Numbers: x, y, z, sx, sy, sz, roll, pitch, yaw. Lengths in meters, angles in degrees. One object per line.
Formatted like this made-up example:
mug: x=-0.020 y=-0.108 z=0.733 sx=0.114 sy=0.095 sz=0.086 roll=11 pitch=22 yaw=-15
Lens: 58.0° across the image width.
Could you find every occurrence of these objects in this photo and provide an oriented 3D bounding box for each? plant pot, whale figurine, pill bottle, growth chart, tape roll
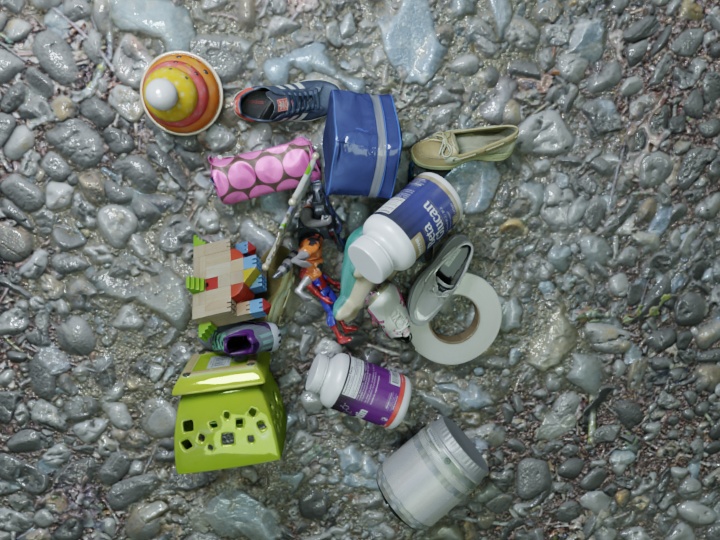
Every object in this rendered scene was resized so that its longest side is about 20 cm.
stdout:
plant pot: x=-0.254 y=0.255 z=1.252 sx=0.198 sy=0.200 sz=0.182 roll=-7 pitch=101 yaw=-3
whale figurine: x=0.000 y=0.000 z=1.233 sx=0.104 sy=0.159 sz=0.200 roll=34 pitch=95 yaw=17
pill bottle: x=0.075 y=-0.070 z=1.122 sx=0.200 sy=0.111 sz=0.111 roll=-42 pitch=108 yaw=-22
growth chart: x=-0.125 y=-0.096 z=1.144 sx=0.018 sy=0.145 sz=0.200 roll=25 pitch=139 yaw=-5
pill bottle: x=-0.005 y=0.237 z=1.310 sx=0.199 sy=0.112 sz=0.113 roll=21 pitch=103 yaw=-11
tape roll: x=0.187 y=0.094 z=1.326 sx=0.202 sy=0.037 sz=0.204 roll=-2 pitch=106 yaw=-6

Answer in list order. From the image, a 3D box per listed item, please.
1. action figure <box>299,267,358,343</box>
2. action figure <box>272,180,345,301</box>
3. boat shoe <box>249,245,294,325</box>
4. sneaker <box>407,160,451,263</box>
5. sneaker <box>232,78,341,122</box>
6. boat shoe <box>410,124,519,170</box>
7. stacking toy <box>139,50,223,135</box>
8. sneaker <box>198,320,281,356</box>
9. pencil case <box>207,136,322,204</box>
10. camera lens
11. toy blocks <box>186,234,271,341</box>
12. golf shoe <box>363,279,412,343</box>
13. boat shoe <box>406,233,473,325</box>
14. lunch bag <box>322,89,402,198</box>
action figure: x=-0.066 y=0.046 z=1.274 sx=0.052 sy=0.065 sz=0.200 roll=-19 pitch=111 yaw=33
action figure: x=-0.095 y=-0.073 z=1.181 sx=0.104 sy=0.194 sz=0.200 roll=1 pitch=143 yaw=15
boat shoe: x=-0.170 y=0.048 z=1.262 sx=0.073 sy=0.063 sz=0.202 roll=21 pitch=101 yaw=29
sneaker: x=0.136 y=-0.111 z=1.242 sx=0.081 sy=0.073 sz=0.201 roll=-3 pitch=107 yaw=-4
sneaker: x=-0.128 y=-0.297 z=1.156 sx=0.199 sy=0.085 sz=0.075 roll=-10 pitch=107 yaw=-3
boat shoe: x=0.192 y=-0.234 z=1.202 sx=0.200 sy=0.063 sz=0.073 roll=-4 pitch=62 yaw=-7
stacking toy: x=-0.310 y=-0.291 z=1.080 sx=0.145 sy=0.200 sz=0.147 roll=-2 pitch=107 yaw=-5
sneaker: x=-0.247 y=0.124 z=1.212 sx=0.199 sy=0.087 sz=0.075 roll=-5 pitch=94 yaw=33
pencil case: x=-0.173 y=-0.185 z=1.185 sx=0.199 sy=0.091 sz=0.094 roll=-15 pitch=107 yaw=-4
camera lens: x=0.145 y=0.423 z=1.353 sx=0.200 sy=0.160 sz=0.160 roll=-43 pitch=106 yaw=7
toy blocks: x=-0.235 y=0.017 z=1.194 sx=0.136 sy=0.201 sz=0.100 roll=-13 pitch=151 yaw=10
golf shoe: x=0.063 y=0.080 z=1.226 sx=0.092 sy=0.200 sz=0.073 roll=40 pitch=81 yaw=20
boat shoe: x=0.151 y=0.022 z=1.249 sx=0.073 sy=0.065 sz=0.201 roll=24 pitch=101 yaw=-11
lunch bag: x=0.007 y=-0.224 z=1.139 sx=0.132 sy=0.201 sz=0.136 roll=4 pitch=137 yaw=-10
